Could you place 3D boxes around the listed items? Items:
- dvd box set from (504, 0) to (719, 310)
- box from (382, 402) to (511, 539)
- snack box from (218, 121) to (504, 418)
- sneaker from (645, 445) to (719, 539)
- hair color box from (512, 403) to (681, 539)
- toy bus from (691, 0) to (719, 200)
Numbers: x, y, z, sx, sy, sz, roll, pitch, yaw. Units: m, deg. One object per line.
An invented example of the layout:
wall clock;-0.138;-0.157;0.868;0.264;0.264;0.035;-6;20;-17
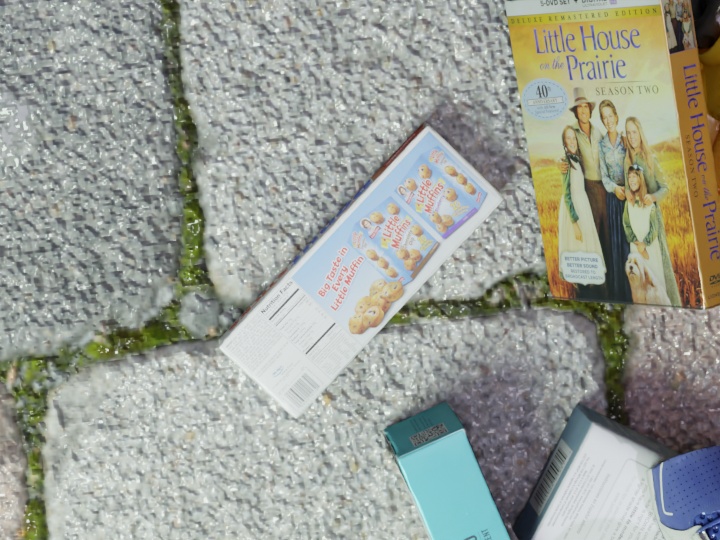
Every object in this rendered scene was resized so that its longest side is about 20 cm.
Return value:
dvd box set;0.161;-0.078;1.383;0.029;0.146;0.201;-17;103;-35
box;0.079;0.193;1.448;0.049;0.082;0.201;-24;101;-2
snack box;0.000;0.000;1.438;0.072;0.024;0.200;43;94;-9
sneaker;0.254;0.203;1.375;0.080;0.115;0.200;-21;85;-5
hair color box;0.214;0.180;1.469;0.199;0.061;0.099;27;95;-8
toy bus;0.271;-0.097;1.351;0.135;0.192;0.201;14;115;-12
